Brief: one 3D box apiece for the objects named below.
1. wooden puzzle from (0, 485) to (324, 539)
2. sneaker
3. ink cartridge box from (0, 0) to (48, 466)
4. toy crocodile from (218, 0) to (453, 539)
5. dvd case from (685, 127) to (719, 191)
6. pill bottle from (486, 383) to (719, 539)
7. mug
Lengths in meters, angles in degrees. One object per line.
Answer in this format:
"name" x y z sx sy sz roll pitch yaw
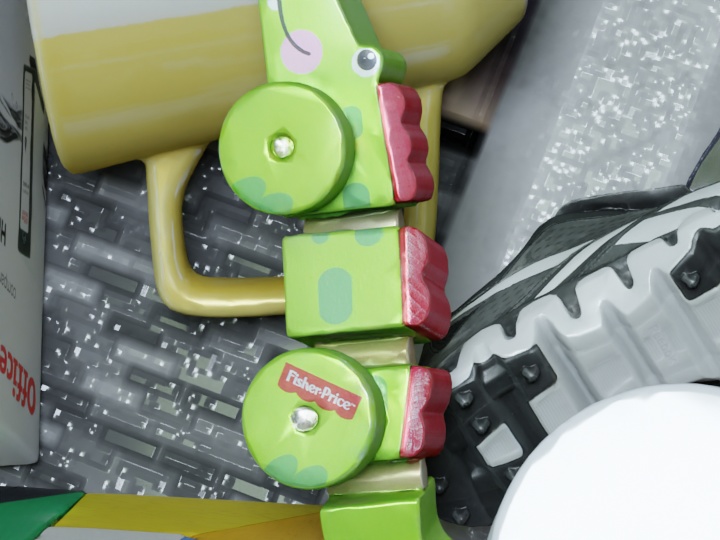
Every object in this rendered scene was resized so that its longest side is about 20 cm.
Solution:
"wooden puzzle" -0.073 0.093 0.790 0.198 0.185 0.038 7 100 9
"sneaker" 0.098 0.001 0.832 0.199 0.091 0.067 -28 116 10
"ink cartridge box" -0.151 -0.046 0.856 0.084 0.146 0.202 -2 75 6
"toy crocodile" 0.000 0.000 0.777 0.061 0.067 0.202 -7 85 13
"dvd case" 0.225 -0.037 0.862 0.199 0.016 0.149 31 83 14
"pill bottle" 0.091 0.098 0.751 0.113 0.200 0.115 -2 75 8
"mug" -0.026 -0.100 0.874 0.152 0.187 0.150 -6 42 -2
